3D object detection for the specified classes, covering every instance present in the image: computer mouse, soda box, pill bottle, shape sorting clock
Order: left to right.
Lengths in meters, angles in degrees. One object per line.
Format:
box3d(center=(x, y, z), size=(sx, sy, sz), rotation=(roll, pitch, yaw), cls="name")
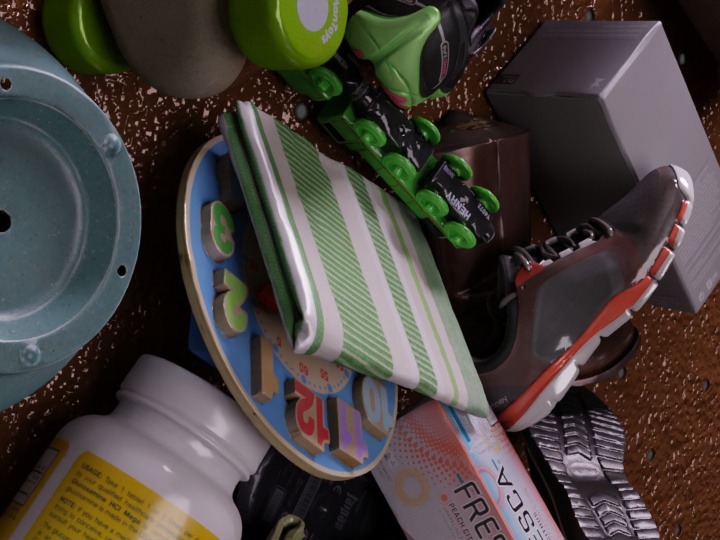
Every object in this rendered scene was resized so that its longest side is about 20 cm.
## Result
box3d(center=(-0.131, 0.149, 0.675), size=(0.112, 0.112, 0.201), rotation=(46, 68, -37), cls="pill bottle")
box3d(center=(-0.033, 0.017, 0.731), size=(0.200, 0.039, 0.202), rotation=(41, 39, -44), cls="shape sorting clock")
box3d(center=(-0.033, 0.177, 0.822), size=(0.199, 0.046, 0.142), rotation=(32, 78, -48), cls="computer mouse")
box3d(center=(0.080, 0.170, 0.810), size=(0.202, 0.068, 0.063), rotation=(61, 27, 7), cls="soda box")

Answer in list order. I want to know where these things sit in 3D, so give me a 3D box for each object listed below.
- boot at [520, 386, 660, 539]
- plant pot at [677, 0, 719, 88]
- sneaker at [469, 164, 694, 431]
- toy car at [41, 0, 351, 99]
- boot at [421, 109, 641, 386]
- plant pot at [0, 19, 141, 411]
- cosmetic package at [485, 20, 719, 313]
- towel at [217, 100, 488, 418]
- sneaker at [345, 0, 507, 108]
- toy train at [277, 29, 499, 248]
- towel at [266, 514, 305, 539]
box3d(center=(0.134, 0.180, 0.919), size=(0.076, 0.201, 0.140), rotation=(10, 120, -7), cls="boot")
box3d(center=(0.307, -0.224, 0.979), size=(0.174, 0.200, 0.202), rotation=(33, 75, -23), cls="plant pot")
box3d(center=(0.130, 0.005, 0.838), size=(0.082, 0.077, 0.201), rotation=(38, 90, -5), cls="sneaker")
box3d(center=(-0.045, -0.185, 0.671), size=(0.199, 0.163, 0.160), rotation=(-30, 117, -45), cls="toy car")
box3d(center=(0.118, -0.017, 0.911), size=(0.185, 0.064, 0.203), rotation=(-18, 106, -37), cls="boot")
box3d(center=(-0.176, -0.023, 0.556), size=(0.199, 0.133, 0.203), rotation=(-3, 95, -46), cls="plant pot")
box3d(center=(0.182, -0.072, 0.928), size=(0.090, 0.106, 0.201), rotation=(-47, 127, -25), cls="cosmetic package")
box3d(center=(0.000, 0.000, 0.743), size=(0.199, 0.023, 0.154), rotation=(27, 38, -57), cls="towel")
box3d(center=(0.050, -0.144, 0.758), size=(0.077, 0.083, 0.200), rotation=(52, 18, -11), cls="sneaker")
box3d(center=(0.009, -0.084, 0.784), size=(0.200, 0.056, 0.042), rotation=(47, 66, -26), cls="toy train")
box3d(center=(-0.083, 0.242, 0.722), size=(0.148, 0.036, 0.202), rotation=(-37, 148, -63), cls="towel")
